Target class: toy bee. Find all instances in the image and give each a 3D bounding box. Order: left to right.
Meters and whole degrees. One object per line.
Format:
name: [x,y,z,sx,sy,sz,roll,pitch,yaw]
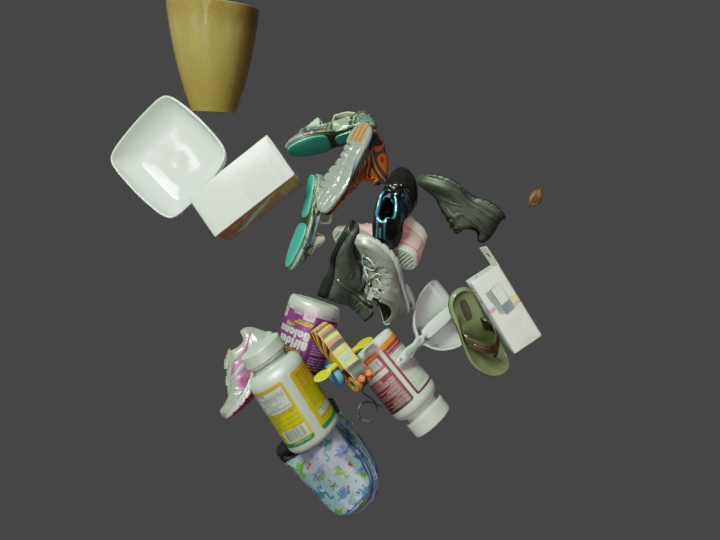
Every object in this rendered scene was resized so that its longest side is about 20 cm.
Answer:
toy bee: [-0.013,0.177,1.175,0.198,0.109,0.132,36,67,-6]

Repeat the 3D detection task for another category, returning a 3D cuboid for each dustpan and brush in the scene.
dustpan and brush: [0.134,0.124,1.258,0.199,0.057,0.140,-40,89,-19]

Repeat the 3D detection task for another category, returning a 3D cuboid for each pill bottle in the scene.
pill bottle: [-0.135,0.224,1.169,0.111,0.113,0.202,-32,99,2]
pill bottle: [-0.118,0.159,1.276,0.110,0.112,0.205,16,90,3]
pill bottle: [0.081,0.227,1.266,0.109,0.110,0.201,-40,87,1]

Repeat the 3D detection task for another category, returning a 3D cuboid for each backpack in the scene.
backpack: [-0.050,0.391,1.265,0.162,0.154,0.201,-39,100,-5]

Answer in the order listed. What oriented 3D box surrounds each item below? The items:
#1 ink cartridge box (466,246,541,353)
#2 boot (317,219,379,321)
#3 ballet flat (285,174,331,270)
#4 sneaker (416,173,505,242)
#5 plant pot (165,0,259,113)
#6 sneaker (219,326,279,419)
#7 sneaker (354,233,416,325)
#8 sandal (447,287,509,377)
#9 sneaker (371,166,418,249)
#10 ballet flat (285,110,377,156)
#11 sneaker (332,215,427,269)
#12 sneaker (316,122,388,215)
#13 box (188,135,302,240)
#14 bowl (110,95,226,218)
ink cartridge box: [0.272,0.055,1.256,0.066,0.117,0.203,-31,88,4]
boot: [0.000,0.000,1.268,0.129,0.070,0.202,24,130,3]
ballet flat: [-0.096,-0.093,1.299,0.073,0.074,0.205,17,93,3]
sneaker: [0.195,-0.129,1.289,0.197,0.076,0.092,31,98,5]
plant pot: [-0.297,-0.426,1.274,0.181,0.187,0.206,3,102,3]
sneaker: [-0.245,0.206,1.302,0.087,0.081,0.203,26,82,4]
sneaker: [0.039,0.020,1.200,0.082,0.074,0.202,-42,119,-20]
sandal: [0.236,0.128,1.248,0.079,0.057,0.203,-35,105,-16]
sneaker: [0.070,-0.139,1.244,0.071,0.083,0.203,6,54,13]
ballet flat: [-0.063,-0.289,1.312,0.195,0.074,0.076,-11,89,1]
sneaker: [0.046,-0.071,1.299,0.196,0.076,0.105,16,52,24]
sneaker: [-0.003,-0.183,1.268,0.077,0.112,0.203,27,84,44]
box: [-0.229,-0.163,1.280,0.198,0.124,0.098,-37,88,2]
bowl: [-0.389,-0.231,1.314,0.200,0.075,0.200,43,91,3]
